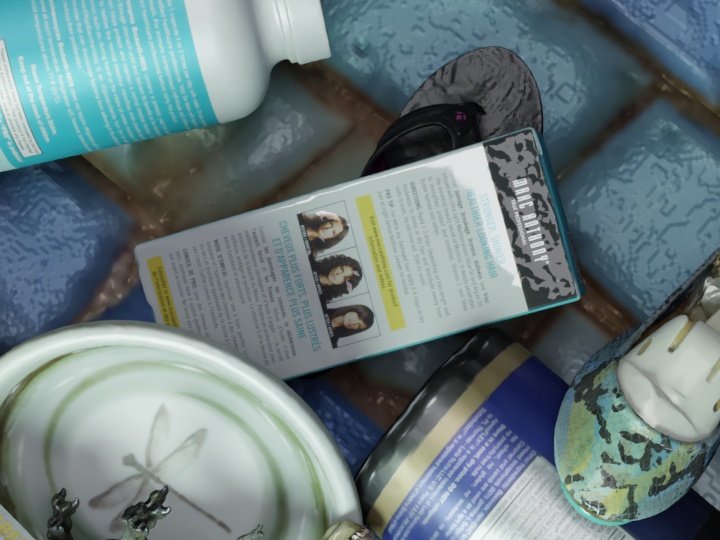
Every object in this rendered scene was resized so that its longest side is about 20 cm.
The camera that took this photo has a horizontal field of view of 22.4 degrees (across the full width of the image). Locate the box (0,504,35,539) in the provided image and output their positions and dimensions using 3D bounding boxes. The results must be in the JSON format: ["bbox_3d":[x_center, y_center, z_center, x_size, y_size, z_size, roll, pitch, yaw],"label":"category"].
[{"bbox_3d":[-0.181,0.192,0.817,0.200,0.048,0.159,43,118,7],"label":"box"}]

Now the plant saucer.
[{"bbox_3d":[-0.093,0.103,0.847,0.199,0.050,0.201,5,118,9],"label":"plant saucer"}]

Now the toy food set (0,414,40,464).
[{"bbox_3d":[-0.250,0.044,0.906,0.143,0.060,0.200,-37,76,7],"label":"toy food set"}]

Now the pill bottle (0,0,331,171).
[{"bbox_3d":[-0.118,-0.118,0.900,0.199,0.111,0.112,-12,77,1],"label":"pill bottle"}]

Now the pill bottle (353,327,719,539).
[{"bbox_3d":[0.101,0.129,0.829,0.200,0.112,0.112,40,82,11],"label":"pill bottle"}]

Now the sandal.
[{"bbox_3d":[0.022,-0.029,0.902,0.075,0.048,0.201,38,83,11],"label":"sandal"}]

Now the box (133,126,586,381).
[{"bbox_3d":[0.000,0.000,0.862,0.199,0.049,0.083,-16,88,10],"label":"box"}]

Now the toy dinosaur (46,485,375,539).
[{"bbox_3d":[-0.096,0.137,0.813,0.199,0.048,0.088,-18,120,22],"label":"toy dinosaur"}]

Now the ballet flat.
[{"bbox_3d":[0.149,0.037,0.813,0.074,0.074,0.200,35,40,10],"label":"ballet flat"}]
